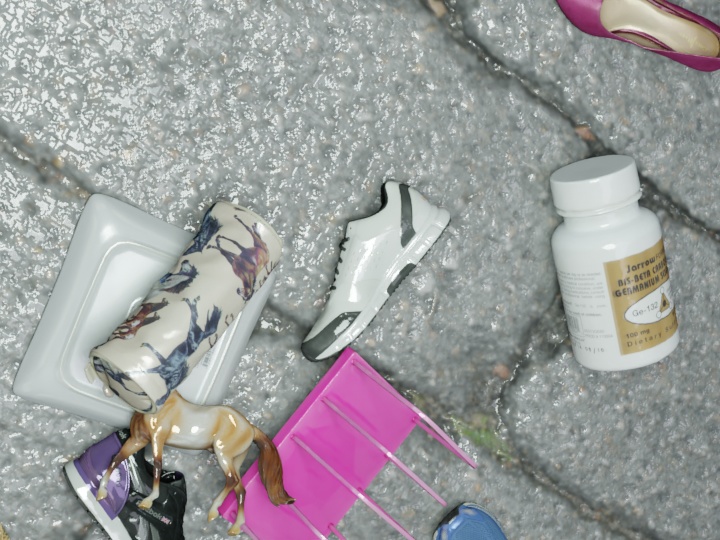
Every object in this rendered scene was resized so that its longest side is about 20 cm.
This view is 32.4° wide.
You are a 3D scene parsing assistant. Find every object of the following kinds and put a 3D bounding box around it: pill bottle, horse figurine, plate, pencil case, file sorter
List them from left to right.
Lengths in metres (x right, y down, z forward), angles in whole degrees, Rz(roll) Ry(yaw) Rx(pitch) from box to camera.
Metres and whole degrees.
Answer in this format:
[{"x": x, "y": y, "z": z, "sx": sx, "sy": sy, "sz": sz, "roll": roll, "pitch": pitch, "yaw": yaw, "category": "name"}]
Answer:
[{"x": -0.195, "y": 0.057, "z": 1.157, "sx": 0.198, "sy": 0.032, "sz": 0.202, "roll": 23, "pitch": 91, "yaw": -24, "category": "plate"}, {"x": -0.156, "y": 0.032, "z": 1.098, "sx": 0.201, "sy": 0.089, "sz": 0.078, "roll": -52, "pitch": 137, "yaw": -20, "category": "pencil case"}, {"x": -0.152, "y": 0.161, "z": 1.133, "sx": 0.197, "sy": 0.050, "sz": 0.134, "roll": 17, "pitch": 64, "yaw": -15, "category": "horse figurine"}, {"x": -0.005, "y": 0.211, "z": 1.189, "sx": 0.201, "sy": 0.125, "sz": 0.139, "roll": -50, "pitch": 134, "yaw": -6, "category": "file sorter"}, {"x": 0.257, "y": -0.009, "z": 1.278, "sx": 0.113, "sy": 0.114, "sz": 0.203, "roll": -19, "pitch": 106, "yaw": -17, "category": "pill bottle"}]

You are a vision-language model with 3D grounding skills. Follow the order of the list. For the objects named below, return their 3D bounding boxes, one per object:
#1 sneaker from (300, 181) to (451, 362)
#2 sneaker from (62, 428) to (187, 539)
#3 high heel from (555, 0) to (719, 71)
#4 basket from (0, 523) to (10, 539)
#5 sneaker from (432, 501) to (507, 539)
[{"x": 0.000, "y": 0.000, "z": 1.212, "sx": 0.080, "sy": 0.074, "sz": 0.201, "roll": 39, "pitch": 81, "yaw": -7, "category": "sneaker"}, {"x": -0.188, "y": 0.240, "z": 1.167, "sx": 0.087, "sy": 0.076, "sz": 0.201, "roll": -35, "pitch": 110, "yaw": -8, "category": "sneaker"}, {"x": 0.291, "y": -0.258, "z": 1.254, "sx": 0.197, "sy": 0.096, "sz": 0.068, "roll": 15, "pitch": 94, "yaw": -23, "category": "high heel"}, {"x": -0.345, "y": 0.344, "z": 1.091, "sx": 0.147, "sy": 0.143, "sz": 0.203, "roll": -24, "pitch": 108, "yaw": -15, "category": "basket"}, {"x": 0.152, "y": 0.327, "z": 1.314, "sx": 0.078, "sy": 0.089, "sz": 0.201, "roll": -42, "pitch": 112, "yaw": -10, "category": "sneaker"}]
